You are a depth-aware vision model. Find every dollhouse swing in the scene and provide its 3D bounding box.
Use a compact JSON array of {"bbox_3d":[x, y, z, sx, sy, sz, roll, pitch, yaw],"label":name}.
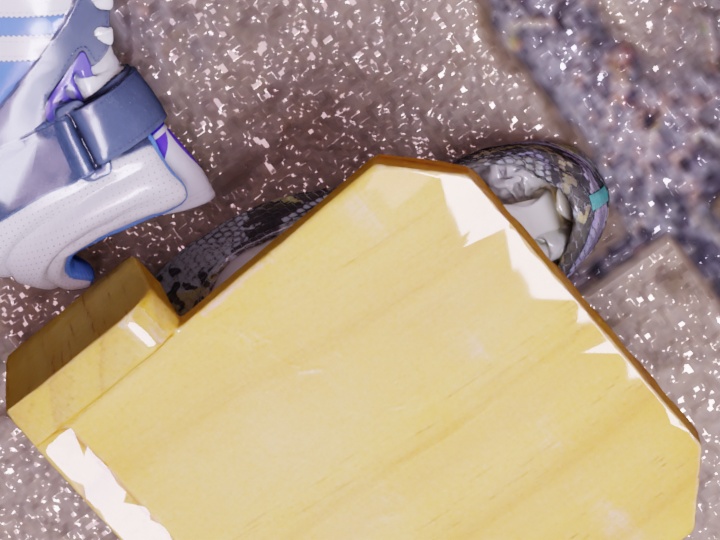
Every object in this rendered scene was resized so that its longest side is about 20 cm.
[{"bbox_3d":[0.000,0.059,0.889,0.176,0.182,0.200,-42,101,-1],"label":"dollhouse swing"}]

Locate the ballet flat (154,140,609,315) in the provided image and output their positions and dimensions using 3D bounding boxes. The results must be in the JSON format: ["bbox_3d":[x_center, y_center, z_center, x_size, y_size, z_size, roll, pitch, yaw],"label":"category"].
[{"bbox_3d":[0.000,0.000,0.929,0.200,0.072,0.072,-20,99,4],"label":"ballet flat"}]

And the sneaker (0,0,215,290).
[{"bbox_3d":[-0.103,-0.090,0.916,0.146,0.081,0.200,34,95,-13],"label":"sneaker"}]
